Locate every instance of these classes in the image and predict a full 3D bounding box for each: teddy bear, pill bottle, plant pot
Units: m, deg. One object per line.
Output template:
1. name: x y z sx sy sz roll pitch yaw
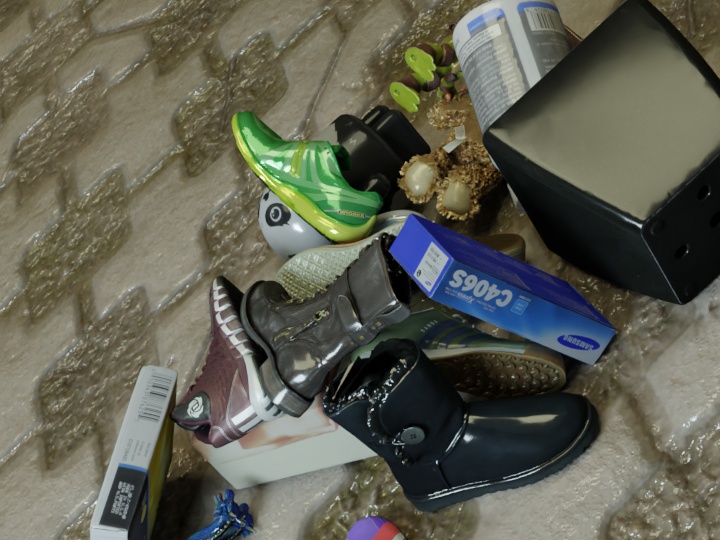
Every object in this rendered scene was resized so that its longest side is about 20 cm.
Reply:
1. teddy bear: 0.128 -0.130 1.754 0.145 0.067 0.200 7 53 27
2. pill bottle: 0.172 -0.166 1.665 0.114 0.114 0.201 -24 69 22
3. plant pot: 0.265 -0.091 1.505 0.199 0.200 0.177 -43 47 -4

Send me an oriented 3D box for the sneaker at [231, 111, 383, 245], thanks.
1. sneaker: -0.053 -0.102 1.712 0.200 0.074 0.084 42 87 22

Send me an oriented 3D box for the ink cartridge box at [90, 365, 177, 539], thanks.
1. ink cartridge box: -0.222 0.232 1.632 0.047 0.200 0.198 9 46 2

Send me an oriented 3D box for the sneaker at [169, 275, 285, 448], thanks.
1. sneaker: -0.145 0.095 1.620 0.115 0.076 0.200 -38 36 11

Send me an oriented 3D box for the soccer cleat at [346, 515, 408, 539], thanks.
1. soccer cleat: 0.012 0.279 1.429 0.068 0.073 0.200 -28 38 16

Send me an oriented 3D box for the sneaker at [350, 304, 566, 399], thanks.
1. sneaker: 0.088 0.067 1.539 0.199 0.067 0.090 -1 45 5

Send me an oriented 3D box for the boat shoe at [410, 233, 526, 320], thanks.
1. boat shoe: 0.079 0.028 1.646 0.200 0.065 0.072 -27 16 4

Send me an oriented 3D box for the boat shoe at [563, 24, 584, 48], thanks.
1. boat shoe: 0.250 -0.205 1.741 0.072 0.072 0.200 -23 37 0

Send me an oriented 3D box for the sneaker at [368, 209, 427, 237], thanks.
1. sneaker: -0.003 0.031 1.705 0.200 0.080 0.131 -36 33 23

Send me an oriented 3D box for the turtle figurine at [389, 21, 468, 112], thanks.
1. turtle figurine: 0.111 -0.239 1.798 0.161 0.064 0.200 -28 -9 -39

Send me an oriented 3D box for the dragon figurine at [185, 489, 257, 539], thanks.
1. dragon figurine: -0.159 0.297 1.575 0.099 0.059 0.200 -20 37 30

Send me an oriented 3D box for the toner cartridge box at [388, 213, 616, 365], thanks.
1. toner cartridge box: 0.128 0.018 1.494 0.043 0.200 0.095 -58 33 15

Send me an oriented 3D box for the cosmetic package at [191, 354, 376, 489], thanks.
1. cosmetic package: -0.056 0.134 1.633 0.200 0.087 0.104 -18 40 28

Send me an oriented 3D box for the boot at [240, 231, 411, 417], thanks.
1. boot: -0.024 0.029 1.546 0.174 0.069 0.200 -46 34 18

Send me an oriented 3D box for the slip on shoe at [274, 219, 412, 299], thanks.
1. slip on shoe: 0.000 0.000 1.643 0.200 0.061 0.074 -22 82 30

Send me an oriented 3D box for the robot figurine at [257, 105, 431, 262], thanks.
1. robot figurine: -0.020 -0.090 1.804 0.200 0.150 0.125 -44 73 -5

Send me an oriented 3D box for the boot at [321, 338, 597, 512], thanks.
1. boot: 0.085 0.122 1.450 0.200 0.168 0.077 -24 39 21
